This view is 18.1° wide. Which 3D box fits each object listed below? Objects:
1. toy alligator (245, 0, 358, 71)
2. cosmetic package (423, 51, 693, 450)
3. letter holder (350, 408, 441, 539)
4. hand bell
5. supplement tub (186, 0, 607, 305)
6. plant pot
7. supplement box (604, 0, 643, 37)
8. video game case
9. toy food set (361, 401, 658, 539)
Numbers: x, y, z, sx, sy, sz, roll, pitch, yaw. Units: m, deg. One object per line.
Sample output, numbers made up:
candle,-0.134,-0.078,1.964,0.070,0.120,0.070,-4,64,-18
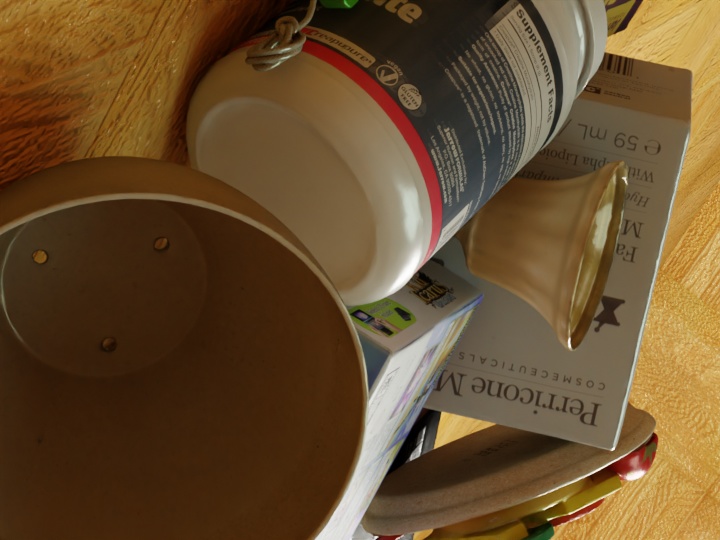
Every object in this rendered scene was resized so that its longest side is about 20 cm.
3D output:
toy alligator,0.003,-0.166,1.063,0.200,0.059,0.055,-44,125,-38
cosmetic package,0.097,-0.026,1.336,0.165,0.164,0.201,-62,163,-73
letter holder,-0.041,0.143,1.519,0.100,0.142,0.201,-40,152,-40
hand bell,0.036,-0.035,1.223,0.104,0.199,0.105,16,90,-75
supplement tub,0.021,-0.089,1.128,0.200,0.140,0.141,-44,165,-37
plant pot,-0.105,0.032,0.962,0.201,0.199,0.135,-56,-157,17
supplement box,0.143,-0.235,1.265,0.201,0.103,0.131,-58,168,25
video game case,-0.019,0.100,1.199,0.201,0.045,0.181,-62,168,16
toy food set,0.089,0.131,1.390,0.197,0.049,0.200,-22,-175,-32
